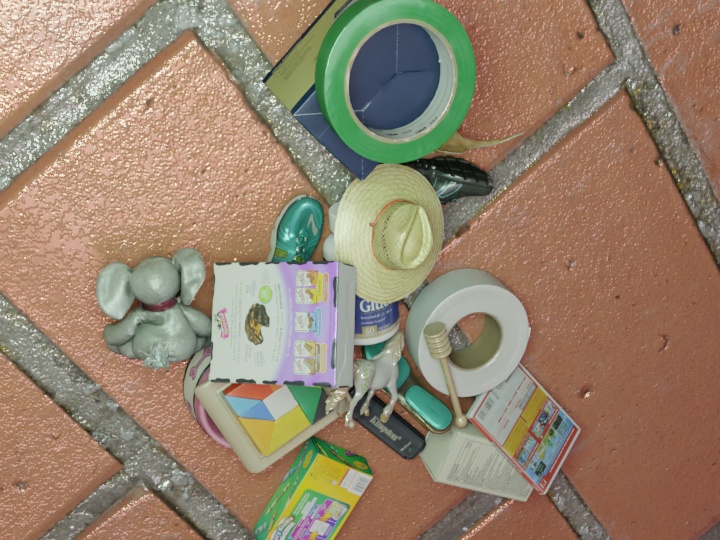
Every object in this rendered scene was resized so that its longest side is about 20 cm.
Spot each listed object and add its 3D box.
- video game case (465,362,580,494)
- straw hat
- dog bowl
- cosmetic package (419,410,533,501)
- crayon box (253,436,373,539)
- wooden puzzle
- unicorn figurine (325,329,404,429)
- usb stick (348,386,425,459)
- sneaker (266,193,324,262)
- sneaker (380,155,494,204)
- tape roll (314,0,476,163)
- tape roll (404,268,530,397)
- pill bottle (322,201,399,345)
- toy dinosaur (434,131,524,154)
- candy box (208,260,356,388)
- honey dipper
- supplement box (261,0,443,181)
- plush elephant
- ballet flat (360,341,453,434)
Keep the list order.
[{"bbox_3d":[0.281,0.261,1.656,0.200,0.017,0.144,46,61,-13],"label":"video game case"},{"bbox_3d":[0.061,-0.049,1.369,0.197,0.085,0.206,-3,97,-27],"label":"straw hat"},{"bbox_3d":[-0.175,0.190,1.506,0.196,0.074,0.204,-7,114,-15],"label":"dog bowl"},{"bbox_3d":[0.215,0.321,1.687,0.197,0.087,0.105,19,106,-26],"label":"cosmetic package"},{"bbox_3d":[-0.081,0.392,1.632,0.117,0.058,0.202,26,102,-26],"label":"crayon box"},{"bbox_3d":[-0.125,0.197,1.464,0.198,0.037,0.187,-31,119,-4],"label":"wooden puzzle"},{"bbox_3d":[0.021,0.162,1.479,0.073,0.199,0.140,17,100,18],"label":"unicorn figurine"},{"bbox_3d":[0.034,0.253,1.627,0.056,0.033,0.200,-46,119,3],"label":"usb stick"},{"bbox_3d":[-0.100,-0.013,1.441,0.076,0.080,0.203,14,106,-23],"label":"sneaker"},{"bbox_3d":[0.106,-0.130,1.475,0.196,0.076,0.081,6,120,-11],"label":"sneaker"},{"bbox_3d":[0.043,-0.235,1.185,0.196,0.048,0.204,-7,114,-16],"label":"tape roll"},{"bbox_3d":[0.175,0.103,1.590,0.198,0.071,0.206,-7,114,-16],"label":"tape roll"},{"bbox_3d":[0.000,0.000,1.462,0.109,0.111,0.204,-12,115,-13],"label":"pill bottle"},{"bbox_3d":[0.133,-0.189,1.433,0.196,0.101,0.059,-2,113,-18],"label":"toy dinosaur"},{"bbox_3d":[-0.109,0.075,1.355,0.196,0.071,0.172,0,85,22],"label":"candy box"},{"bbox_3d":[0.142,0.173,1.552,0.037,0.038,0.203,-24,121,-7],"label":"honey dipper"},{"bbox_3d":[-0.004,-0.262,1.298,0.200,0.200,0.134,-47,118,5],"label":"supplement box"},{"bbox_3d":[-0.286,0.046,1.366,0.161,0.200,0.158,-2,95,-10],"label":"plush elephant"},{"bbox_3d":[0.071,0.191,1.579,0.200,0.072,0.068,43,72,7],"label":"ballet flat"}]
